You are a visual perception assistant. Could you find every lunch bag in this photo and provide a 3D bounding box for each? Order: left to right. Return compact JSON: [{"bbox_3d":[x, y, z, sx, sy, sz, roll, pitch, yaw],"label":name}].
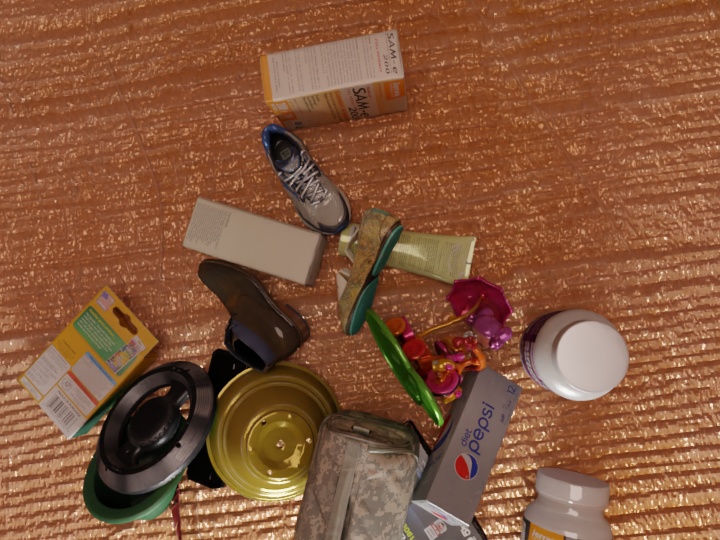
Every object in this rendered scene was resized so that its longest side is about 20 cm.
[{"bbox_3d":[-0.010,0.284,0.764,0.138,0.168,0.202,13,86,14],"label":"lunch bag"}]

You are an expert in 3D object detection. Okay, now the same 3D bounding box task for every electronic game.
[{"bbox_3d":[-0.293,0.219,0.887,0.198,0.042,0.201,-17,46,18],"label":"electronic game"}]

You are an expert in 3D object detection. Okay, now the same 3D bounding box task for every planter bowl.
[{"bbox_3d":[-0.114,0.232,0.861,0.198,0.083,0.203,0,88,-12],"label":"planter bowl"}]

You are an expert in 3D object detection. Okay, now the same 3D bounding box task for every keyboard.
[{"bbox_3d":[-0.197,0.226,0.933,0.103,0.040,0.202,10,86,31],"label":"keyboard"}]

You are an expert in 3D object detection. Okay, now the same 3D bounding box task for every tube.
[{"bbox_3d":[0.067,-0.028,0.917,0.198,0.058,0.052,10,43,5],"label":"tube"}]

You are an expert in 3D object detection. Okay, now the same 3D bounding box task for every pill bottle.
[{"bbox_3d":[0.267,0.374,0.817,0.115,0.116,0.202,8,86,7],"label":"pill bottle"},{"bbox_3d":[0.273,0.107,0.799,0.111,0.200,0.114,-1,84,6],"label":"pill bottle"}]

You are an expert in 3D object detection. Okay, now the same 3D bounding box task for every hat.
[{"bbox_3d":[-0.299,0.339,0.934,0.164,0.177,0.201,0,47,21],"label":"hat"}]

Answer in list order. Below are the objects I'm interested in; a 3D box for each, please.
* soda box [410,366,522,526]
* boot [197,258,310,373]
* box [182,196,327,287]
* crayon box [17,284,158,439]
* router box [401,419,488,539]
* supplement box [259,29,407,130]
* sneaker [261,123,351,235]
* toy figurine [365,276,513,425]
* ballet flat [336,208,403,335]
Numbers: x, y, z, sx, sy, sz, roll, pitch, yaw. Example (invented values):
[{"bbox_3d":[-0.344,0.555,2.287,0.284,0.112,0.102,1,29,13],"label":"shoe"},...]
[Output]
[{"bbox_3d":[0.144,0.232,0.832,0.068,0.063,0.201,30,65,-3],"label":"soda box"},{"bbox_3d":[-0.176,0.062,0.899,0.199,0.097,0.075,34,132,8],"label":"boot"},{"bbox_3d":[-0.156,-0.042,0.930,0.198,0.068,0.083,19,87,8],"label":"box"},{"bbox_3d":[-0.405,0.138,0.949,0.126,0.052,0.200,44,91,9],"label":"crayon box"},{"bbox_3d":[0.063,0.337,0.870,0.149,0.062,0.201,-35,82,3],"label":"router box"},{"bbox_3d":[-0.034,-0.273,0.910,0.198,0.126,0.074,-9,83,6],"label":"supplement box"},{"bbox_3d":[-0.089,-0.135,0.908,0.077,0.085,0.201,-39,70,2],"label":"sneaker"},{"bbox_3d":[0.131,0.088,0.843,0.183,0.200,0.151,-30,127,-8],"label":"toy figurine"},{"bbox_3d":[0.000,0.000,0.884,0.070,0.071,0.201,26,120,8],"label":"ballet flat"}]
